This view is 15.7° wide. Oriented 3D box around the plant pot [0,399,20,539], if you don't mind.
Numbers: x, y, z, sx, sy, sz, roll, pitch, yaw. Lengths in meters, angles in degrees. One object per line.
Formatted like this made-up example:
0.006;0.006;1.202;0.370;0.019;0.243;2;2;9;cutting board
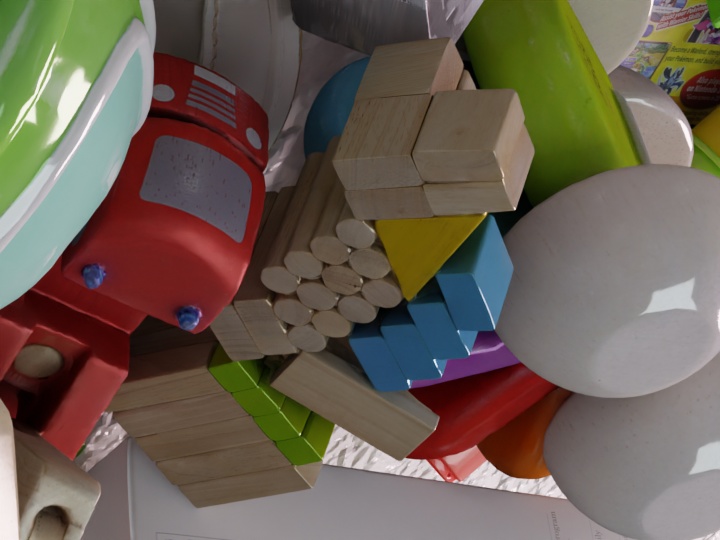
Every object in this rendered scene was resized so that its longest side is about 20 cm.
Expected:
-0.187;0.103;0.617;0.177;0.200;0.200;-13;103;-52;plant pot

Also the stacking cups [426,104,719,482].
0.099;0.006;1.019;0.200;0.061;0.061;-41;151;0;stacking cups

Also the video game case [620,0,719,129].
0.081;-0.075;0.974;0.200;0.026;0.181;-2;130;-50;video game case

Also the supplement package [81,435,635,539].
-0.010;0.135;0.866;0.199;0.110;0.114;11;150;-29;supplement package

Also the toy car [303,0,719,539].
0.045;-0.006;0.842;0.150;0.175;0.200;-18;142;4;toy car

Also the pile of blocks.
0.000;0.000;0.744;0.200;0.082;0.062;-41;-159;47;pile of blocks

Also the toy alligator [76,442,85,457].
-0.156;0.055;0.796;0.200;0.059;0.054;-10;136;-46;toy alligator

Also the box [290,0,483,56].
0.041;-0.177;0.699;0.200;0.048;0.159;-57;158;-25;box

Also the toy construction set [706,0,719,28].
0.139;-0.135;0.732;0.131;0.092;0.200;-8;153;-12;toy construction set

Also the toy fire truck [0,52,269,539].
-0.095;0.048;0.723;0.049;0.141;0.200;24;133;-25;toy fire truck

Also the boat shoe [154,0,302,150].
-0.068;-0.047;0.769;0.069;0.071;0.200;-25;145;-30;boat shoe

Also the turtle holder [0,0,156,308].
-0.114;-0.067;0.636;0.132;0.141;0.186;47;52;-62;turtle holder
